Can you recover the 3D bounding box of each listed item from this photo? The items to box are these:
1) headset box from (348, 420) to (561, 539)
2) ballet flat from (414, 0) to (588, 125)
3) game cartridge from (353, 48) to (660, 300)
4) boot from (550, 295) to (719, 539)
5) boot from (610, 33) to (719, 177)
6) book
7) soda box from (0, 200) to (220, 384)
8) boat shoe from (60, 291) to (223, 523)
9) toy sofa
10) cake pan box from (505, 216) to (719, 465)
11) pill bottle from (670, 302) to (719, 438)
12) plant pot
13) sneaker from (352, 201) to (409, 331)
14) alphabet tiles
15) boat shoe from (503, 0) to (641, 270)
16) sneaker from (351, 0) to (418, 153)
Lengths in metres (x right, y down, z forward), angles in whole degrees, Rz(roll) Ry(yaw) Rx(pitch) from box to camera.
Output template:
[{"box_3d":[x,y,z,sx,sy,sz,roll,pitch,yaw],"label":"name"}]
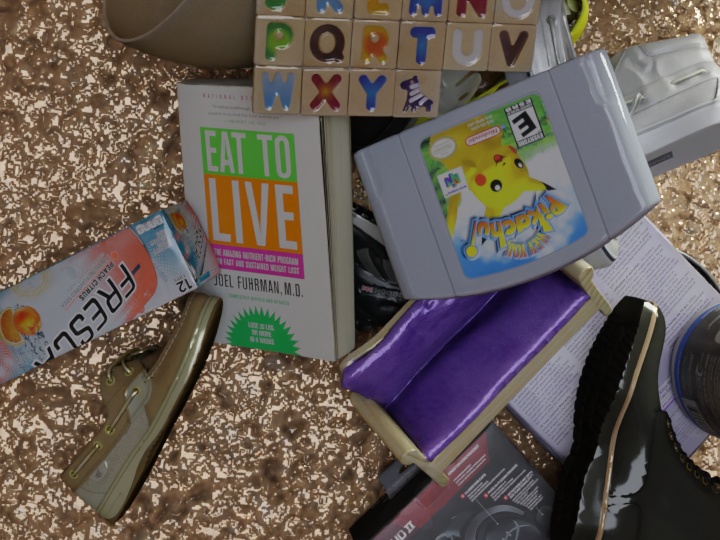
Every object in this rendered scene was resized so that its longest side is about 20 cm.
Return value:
[{"box_3d":[0.097,0.223,1.007,0.149,0.077,0.200,-43,96,-4],"label":"headset box"},{"box_3d":[0.096,-0.170,0.994,0.198,0.067,0.067,-30,94,-4],"label":"ballet flat"},{"box_3d":[0.104,-0.058,0.896,0.198,0.040,0.135,-22,89,17],"label":"game cartridge"},{"box_3d":[0.234,0.131,0.961,0.136,0.077,0.203,14,97,-10],"label":"boot"},{"box_3d":[0.201,-0.118,1.017,0.198,0.074,0.097,-21,65,7],"label":"boot"},{"box_3d":[-0.071,-0.041,0.946,0.132,0.048,0.203,6,108,28],"label":"book"},{"box_3d":[-0.207,0.020,0.941,0.198,0.068,0.064,-26,95,13],"label":"soda box"},{"box_3d":[-0.170,0.098,0.960,0.066,0.074,0.202,29,102,0],"label":"boat shoe"},{"box_3d":[0.085,0.055,0.946,0.200,0.083,0.098,-45,136,0],"label":"toy sofa"},{"box_3d":[0.215,0.070,1.028,0.184,0.052,0.200,42,88,-9],"label":"cake pan box"},{"box_3d":[0.316,0.083,0.917,0.112,0.200,0.116,0,92,-9],"label":"pill bottle"},{"box_3d":[-0.081,-0.230,0.925,0.134,0.200,0.202,25,90,-35],"label":"plant pot"},{"box_3d":[0.000,0.000,0.990,0.198,0.076,0.088,29,95,-7],"label":"sneaker"},{"box_3d":[0.028,-0.186,0.847,0.197,0.008,0.170,0,113,-11],"label":"alphabet tiles"},{"box_3d":[0.170,-0.107,0.931,0.085,0.075,0.205,-21,89,16],"label":"boat shoe"},{"box_3d":[0.010,-0.171,0.931,0.075,0.106,0.202,39,121,24],"label":"sneaker"}]
